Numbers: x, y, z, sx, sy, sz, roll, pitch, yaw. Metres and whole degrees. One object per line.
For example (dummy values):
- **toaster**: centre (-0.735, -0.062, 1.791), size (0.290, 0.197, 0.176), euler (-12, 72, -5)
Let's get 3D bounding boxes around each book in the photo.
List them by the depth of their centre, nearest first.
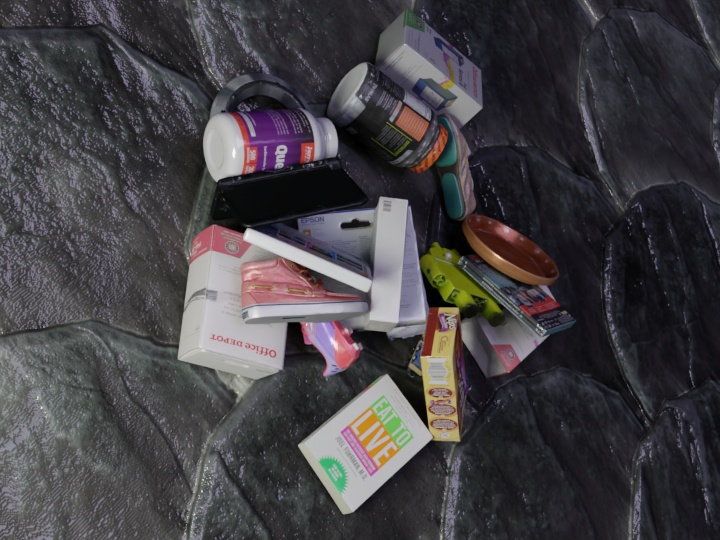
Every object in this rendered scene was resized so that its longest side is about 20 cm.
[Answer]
- **book**: centre (0.008, 0.276, 1.663), size (0.200, 0.048, 0.134), euler (-37, 95, -36)

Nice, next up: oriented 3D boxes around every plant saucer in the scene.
- **plant saucer**: centre (0.272, -0.034, 1.896), size (0.200, 0.032, 0.200), euler (27, 22, -12)

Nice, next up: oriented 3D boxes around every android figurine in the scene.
- **android figurine**: centre (0.181, 0.019, 1.820), size (0.182, 0.041, 0.200), euler (19, 28, -30)

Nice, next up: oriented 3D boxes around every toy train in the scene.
- **toy train**: centre (0.128, 0.103, 1.807), size (0.034, 0.046, 0.200), euler (39, 55, -19)

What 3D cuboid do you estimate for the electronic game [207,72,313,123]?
- **electronic game**: centre (-0.160, -0.231, 1.714), size (0.199, 0.042, 0.201), euler (6, 78, -30)

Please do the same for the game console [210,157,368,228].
- **game console**: centre (-0.113, -0.095, 1.579), size (0.199, 0.176, 0.117), euler (-12, 70, -21)

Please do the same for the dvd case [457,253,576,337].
- **dvd case**: centre (0.279, 0.038, 1.829), size (0.200, 0.022, 0.146), euler (44, 25, 20)

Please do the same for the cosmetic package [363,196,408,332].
- **cosmetic package**: centre (0.041, -0.009, 1.644), size (0.050, 0.083, 0.201), euler (7, 76, -7)

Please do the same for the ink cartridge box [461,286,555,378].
- **ink cartridge box**: centre (0.280, 0.096, 1.908), size (0.200, 0.067, 0.117), euler (-35, 96, -37)

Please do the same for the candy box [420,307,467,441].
- **candy box**: centre (0.138, 0.172, 1.696), size (0.117, 0.056, 0.201), euler (-75, 160, -48)

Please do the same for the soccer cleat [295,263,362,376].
- **soccer cleat**: centre (-0.075, 0.070, 1.624), size (0.200, 0.076, 0.067), euler (56, 6, 11)

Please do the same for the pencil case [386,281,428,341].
- **pencil case**: centre (0.069, 0.017, 1.768), size (0.091, 0.083, 0.201), euler (42, 36, -76)

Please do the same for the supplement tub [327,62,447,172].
- **supplement tub**: centre (0.051, -0.266, 1.831), size (0.200, 0.122, 0.123), euler (34, 57, -23)

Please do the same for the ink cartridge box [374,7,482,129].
- **ink cartridge box**: centre (0.130, -0.371, 1.925), size (0.200, 0.087, 0.146), euler (37, 34, -23)

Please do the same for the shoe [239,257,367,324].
- **shoe**: centre (-0.084, 0.028, 1.543), size (0.199, 0.071, 0.091), euler (-1, 75, -24)

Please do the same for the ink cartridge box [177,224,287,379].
- **ink cartridge box**: centre (-0.189, 0.051, 1.568), size (0.146, 0.083, 0.201), euler (18, 63, -31)

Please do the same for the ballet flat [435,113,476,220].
- **ballet flat**: centre (0.177, -0.195, 1.924), size (0.067, 0.068, 0.201), euler (-19, 107, -44)

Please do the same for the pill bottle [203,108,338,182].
- **pill bottle**: centre (-0.139, -0.197, 1.629), size (0.199, 0.112, 0.113), euler (-9, 80, -32)

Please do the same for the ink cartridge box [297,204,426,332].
- **ink cartridge box**: centre (0.000, 0.000, 1.699), size (0.195, 0.043, 0.201), euler (-5, 75, -7)

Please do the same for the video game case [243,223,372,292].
- **video game case**: centre (-0.078, -0.029, 1.580), size (0.199, 0.182, 0.024), euler (23, 98, -5)
